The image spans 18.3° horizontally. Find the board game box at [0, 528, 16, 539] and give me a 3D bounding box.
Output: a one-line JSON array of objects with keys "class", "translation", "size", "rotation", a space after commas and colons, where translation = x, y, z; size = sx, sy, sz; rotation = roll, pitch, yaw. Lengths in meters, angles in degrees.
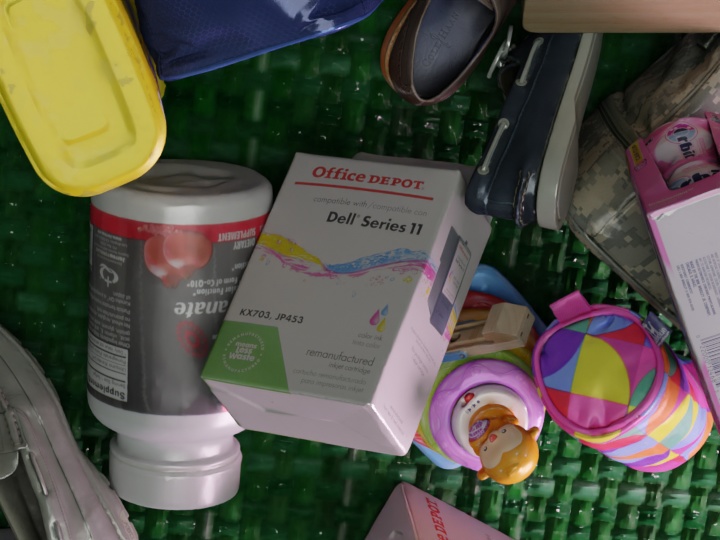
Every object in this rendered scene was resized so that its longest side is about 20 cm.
[{"class": "board game box", "translation": [-0.221, 0.285, 1.404], "size": [0.147, 0.064, 0.200], "rotation": [30, 104, 30]}]

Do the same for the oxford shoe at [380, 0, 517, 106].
[{"class": "oxford shoe", "translation": [0.080, -0.186, 1.342], "size": [0.071, 0.073, 0.200], "rotation": [23, 101, -12]}]

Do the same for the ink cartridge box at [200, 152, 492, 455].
[{"class": "ink cartridge box", "translation": [0.000, 0.000, 1.314], "size": [0.117, 0.200, 0.067], "rotation": [7, 151, 28]}]

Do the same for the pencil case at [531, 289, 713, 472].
[{"class": "pencil case", "translation": [0.163, 0.071, 1.365], "size": [0.088, 0.200, 0.088], "rotation": [-4, 75, 16]}]

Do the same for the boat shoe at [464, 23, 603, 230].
[{"class": "boat shoe", "translation": [0.107, -0.108, 1.328], "size": [0.062, 0.200, 0.075], "rotation": [8, 148, 11]}]

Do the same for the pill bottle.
[{"class": "pill bottle", "translation": [-0.111, 0.039, 1.363], "size": [0.111, 0.111, 0.200], "rotation": [1, 106, -7]}]

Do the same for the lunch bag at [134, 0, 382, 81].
[{"class": "lunch bag", "translation": [-0.056, -0.202, 1.261], "size": [0.136, 0.200, 0.132], "rotation": [-15, 104, 17]}]

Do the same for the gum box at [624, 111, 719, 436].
[{"class": "gum box", "translation": [0.210, 0.017, 1.252], "size": [0.066, 0.114, 0.200], "rotation": [-20, 110, 6]}]

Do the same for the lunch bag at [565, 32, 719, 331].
[{"class": "lunch bag", "translation": [0.237, -0.048, 1.364], "size": [0.200, 0.139, 0.168], "rotation": [41, 104, -14]}]

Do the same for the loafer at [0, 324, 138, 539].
[{"class": "loafer", "translation": [-0.212, 0.112, 1.365], "size": [0.070, 0.070, 0.200], "rotation": [-28, 80, -37]}]

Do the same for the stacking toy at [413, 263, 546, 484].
[{"class": "stacking toy", "translation": [0.073, 0.083, 1.351], "size": [0.116, 0.200, 0.110], "rotation": [-39, 106, 6]}]

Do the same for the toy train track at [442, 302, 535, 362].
[{"class": "toy train track", "translation": [0.014, 0.042, 1.353], "size": [0.200, 0.115, 0.033], "rotation": [-11, 131, 37]}]

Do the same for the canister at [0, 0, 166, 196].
[{"class": "canister", "translation": [-0.166, -0.131, 1.262], "size": [0.086, 0.200, 0.149], "rotation": [-23, 107, -1]}]

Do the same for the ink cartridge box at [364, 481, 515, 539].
[{"class": "ink cartridge box", "translation": [0.095, 0.235, 1.425], "size": [0.200, 0.146, 0.084], "rotation": [28, 102, -12]}]

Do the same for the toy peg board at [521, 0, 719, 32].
[{"class": "toy peg board", "translation": [0.193, -0.228, 1.235], "size": [0.200, 0.199, 0.098], "rotation": [0, 61, 1]}]
